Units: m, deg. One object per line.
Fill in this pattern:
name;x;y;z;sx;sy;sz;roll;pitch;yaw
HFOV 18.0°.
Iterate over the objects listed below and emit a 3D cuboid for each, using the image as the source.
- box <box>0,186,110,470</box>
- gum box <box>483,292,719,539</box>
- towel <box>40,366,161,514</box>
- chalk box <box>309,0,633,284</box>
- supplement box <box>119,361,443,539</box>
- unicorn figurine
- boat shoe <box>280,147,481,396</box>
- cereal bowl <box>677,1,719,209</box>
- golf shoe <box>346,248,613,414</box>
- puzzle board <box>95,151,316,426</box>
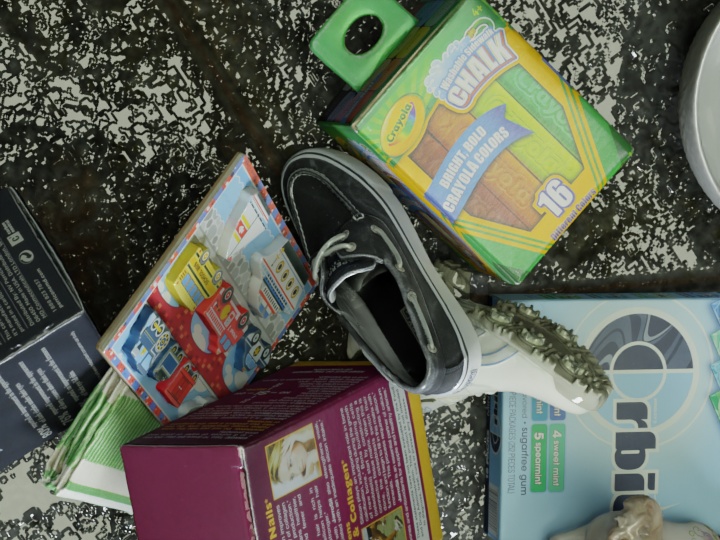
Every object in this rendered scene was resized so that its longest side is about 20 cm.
box;-0.264;0.063;1.431;0.199;0.148;0.105;-31;68;-8
gum box;0.189;0.102;1.599;0.198;0.045;0.172;0;95;-13
towel;-0.125;0.065;1.487;0.023;0.152;0.201;30;89;21
chalk box;0.059;-0.105;1.509;0.200;0.124;0.125;42;86;-13
supplement box;-0.047;0.145;1.470;0.200;0.103;0.132;-22;106;-53
unicorn figurine;0.187;0.197;1.549;0.199;0.137;0.074;-1;58;-43
boat shoe;0.000;0.000;1.488;0.072;0.068;0.201;-44;68;29
cereal bowl;0.309;-0.117;1.583;0.198;0.083;0.202;-1;97;-11
golf shoe;0.076;0.061;1.525;0.199;0.078;0.098;30;105;30
puzzle board;-0.090;0.029;1.457;0.017;0.200;0.151;30;76;23
